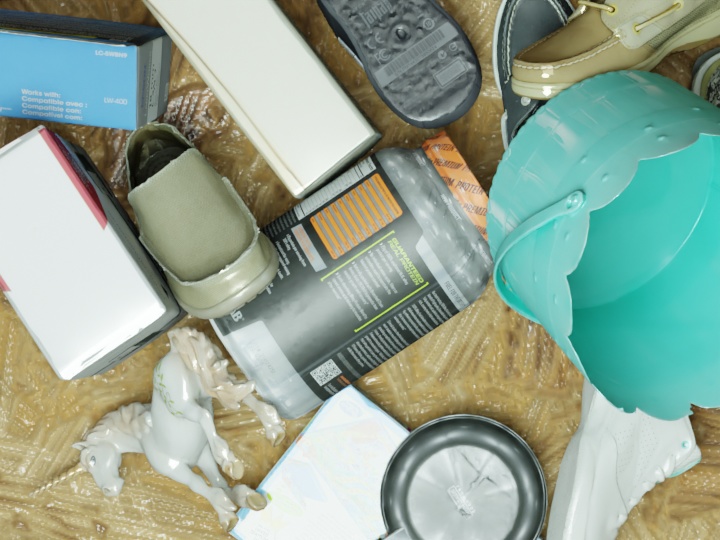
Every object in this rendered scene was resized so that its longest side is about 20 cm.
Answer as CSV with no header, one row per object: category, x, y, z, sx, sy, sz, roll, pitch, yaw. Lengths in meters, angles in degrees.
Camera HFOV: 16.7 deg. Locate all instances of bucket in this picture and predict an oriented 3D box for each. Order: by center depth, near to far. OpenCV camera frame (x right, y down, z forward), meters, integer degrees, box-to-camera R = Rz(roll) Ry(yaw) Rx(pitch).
bucket,0.186,-0.021,1.567,0.206,0.135,0.208,-12,121,-21

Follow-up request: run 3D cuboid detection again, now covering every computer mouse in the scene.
computer mouse,0.033,-0.202,1.688,0.140,0.046,0.200,-40,84,-1

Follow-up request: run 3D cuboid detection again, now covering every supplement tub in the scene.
supplement tub,0.000,0.000,1.650,0.200,0.123,0.123,-33,89,4

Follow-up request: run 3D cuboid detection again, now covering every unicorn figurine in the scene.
unicorn figurine,-0.123,0.113,1.658,0.137,0.074,0.201,40,124,21

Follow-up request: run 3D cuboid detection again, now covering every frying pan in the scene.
frying pan,0.033,0.162,1.665,0.189,0.031,0.116,-11,89,1

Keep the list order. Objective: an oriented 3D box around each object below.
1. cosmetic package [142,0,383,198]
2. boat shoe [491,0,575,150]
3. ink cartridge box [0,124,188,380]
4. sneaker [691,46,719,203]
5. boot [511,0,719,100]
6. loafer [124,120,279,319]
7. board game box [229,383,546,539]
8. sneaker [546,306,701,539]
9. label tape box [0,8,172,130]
cosmetic package,-0.073,-0.148,1.662,0.073,0.104,0.200,-39,88,4
boat shoe,0.133,-0.101,1.672,0.075,0.060,0.201,-12,90,4
ink cartridge box,-0.190,-0.010,1.623,0.083,0.200,0.147,-34,89,0
sneaker,0.268,-0.055,1.651,0.077,0.089,0.201,-16,90,3
boot,0.171,-0.208,1.605,0.199,0.073,0.156,-26,120,-25
loafer,-0.116,-0.036,1.622,0.076,0.200,0.068,-37,125,-3
board game box,0.025,0.188,1.695,0.200,0.034,0.135,39,92,2
sneaker,0.184,0.129,1.656,0.088,0.075,0.201,18,78,-5
label tape box,-0.210,-0.132,1.619,0.143,0.200,0.064,6,99,3
